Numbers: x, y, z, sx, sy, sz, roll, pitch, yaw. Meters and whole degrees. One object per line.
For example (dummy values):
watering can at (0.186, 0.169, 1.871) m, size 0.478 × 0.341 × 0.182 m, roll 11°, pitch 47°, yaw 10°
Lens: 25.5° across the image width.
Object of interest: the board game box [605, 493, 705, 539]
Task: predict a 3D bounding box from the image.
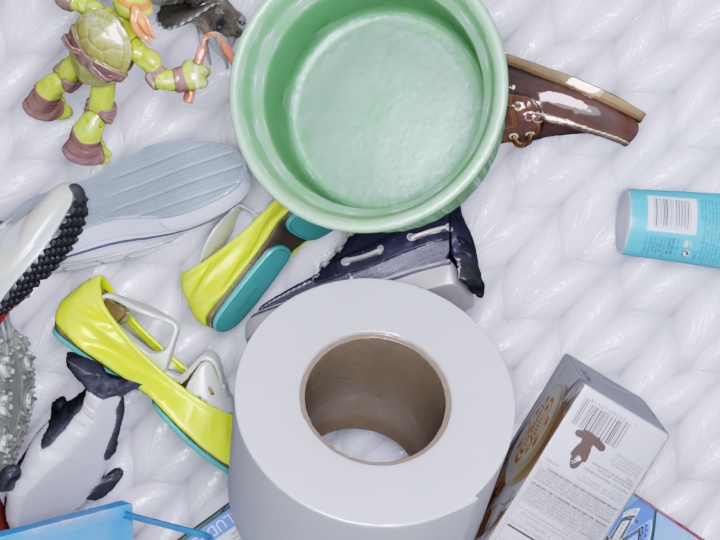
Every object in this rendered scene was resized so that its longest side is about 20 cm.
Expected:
board game box at (0.191, 0.279, 1.285) m, size 0.103 × 0.019 × 0.201 m, roll 33°, pitch 97°, yaw -3°

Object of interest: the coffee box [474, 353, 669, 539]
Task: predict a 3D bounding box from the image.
coffee box at (0.145, 0.178, 1.229) m, size 0.079 × 0.114 × 0.201 m, roll 30°, pitch 98°, yaw -3°

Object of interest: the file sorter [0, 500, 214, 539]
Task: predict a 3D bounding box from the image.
file sorter at (-0.189, 0.293, 1.182) m, size 0.122 × 0.138 × 0.202 m, roll 7°, pitch 99°, yaw 39°

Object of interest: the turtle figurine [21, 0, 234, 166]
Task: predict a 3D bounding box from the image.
turtle figurine at (-0.187, -0.154, 1.196) m, size 0.199 × 0.064 × 0.162 m, roll 37°, pitch 126°, yaw 2°

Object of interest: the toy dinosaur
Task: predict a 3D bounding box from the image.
toy dinosaur at (-0.169, -0.245, 1.215) m, size 0.199 × 0.077 × 0.103 m, roll 27°, pitch 90°, yaw -3°

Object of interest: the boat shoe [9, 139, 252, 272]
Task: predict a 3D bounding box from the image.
boat shoe at (-0.174, -0.048, 1.245) m, size 0.198 × 0.067 × 0.074 m, roll -12°, pitch 63°, yaw 11°

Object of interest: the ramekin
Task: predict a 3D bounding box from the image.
ramekin at (0.013, -0.121, 1.147) m, size 0.198 × 0.098 × 0.202 m, roll -1°, pitch 84°, yaw 12°

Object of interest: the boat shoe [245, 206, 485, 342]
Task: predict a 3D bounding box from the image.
boat shoe at (0.000, 0.000, 1.246) m, size 0.198 × 0.075 × 0.093 m, roll -15°, pitch 62°, yaw 18°

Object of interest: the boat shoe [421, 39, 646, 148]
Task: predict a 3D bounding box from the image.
boat shoe at (0.115, -0.130, 1.218) m, size 0.199 × 0.070 × 0.071 m, roll 22°, pitch 90°, yaw 9°

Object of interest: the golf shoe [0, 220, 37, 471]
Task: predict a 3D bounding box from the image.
golf shoe at (-0.313, 0.062, 1.264) m, size 0.096 × 0.078 × 0.202 m, roll -3°, pitch 87°, yaw 9°

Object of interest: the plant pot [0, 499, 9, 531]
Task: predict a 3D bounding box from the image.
plant pot at (-0.369, 0.242, 1.230) m, size 0.199 × 0.200 × 0.177 m, roll -31°, pitch 103°, yaw 6°

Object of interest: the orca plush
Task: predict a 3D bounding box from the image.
orca plush at (-0.239, 0.125, 1.248) m, size 0.104 × 0.071 × 0.201 m, roll -8°, pitch 141°, yaw -25°

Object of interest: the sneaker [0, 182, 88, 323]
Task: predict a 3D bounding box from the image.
sneaker at (-0.292, -0.004, 1.187) m, size 0.093 × 0.070 × 0.200 m, roll 41°, pitch 98°, yaw 3°

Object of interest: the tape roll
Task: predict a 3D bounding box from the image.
tape roll at (0.004, 0.126, 1.163) m, size 0.201 × 0.140 × 0.204 m, roll 4°, pitch 55°, yaw -5°

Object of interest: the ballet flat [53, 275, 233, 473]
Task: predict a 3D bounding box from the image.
ballet flat at (-0.150, 0.078, 1.248) m, size 0.200 × 0.067 × 0.067 m, roll 39°, pitch 98°, yaw 0°

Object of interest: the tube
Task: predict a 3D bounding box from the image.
tube at (0.300, -0.028, 1.233) m, size 0.198 × 0.050 × 0.078 m, roll 6°, pitch 101°, yaw -3°

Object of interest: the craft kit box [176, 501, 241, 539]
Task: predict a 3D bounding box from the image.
craft kit box at (-0.107, 0.310, 1.292) m, size 0.199 × 0.049 × 0.198 m, roll -35°, pitch 91°, yaw 6°

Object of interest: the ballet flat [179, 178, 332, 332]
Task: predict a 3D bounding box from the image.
ballet flat at (-0.065, -0.039, 1.244) m, size 0.200 × 0.067 × 0.067 m, roll -44°, pitch 64°, yaw 8°
